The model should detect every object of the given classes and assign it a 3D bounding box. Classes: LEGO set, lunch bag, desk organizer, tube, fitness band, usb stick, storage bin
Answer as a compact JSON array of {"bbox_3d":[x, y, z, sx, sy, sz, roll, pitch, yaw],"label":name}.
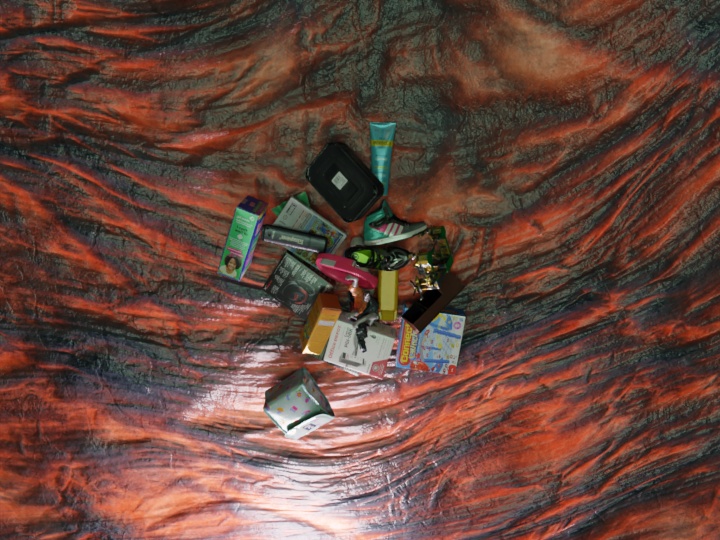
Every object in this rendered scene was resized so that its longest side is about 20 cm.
[{"bbox_3d":[0.183,-0.030,1.584,0.113,0.202,0.156,-5,130,32],"label":"LEGO set"},{"bbox_3d":[-0.196,0.449,1.783,0.168,0.123,0.202,-31,111,9],"label":"lunch bag"},{"bbox_3d":[0.217,0.094,1.638,0.200,0.072,0.077,-44,81,-7],"label":"desk organizer"},{"bbox_3d":[0.060,-0.321,1.580,0.075,0.050,0.206,1,103,-3],"label":"tube"},{"bbox_3d":[-0.042,0.003,1.581,0.196,0.144,0.038,16,74,27],"label":"fitness band"},{"bbox_3d":[-0.191,-0.091,1.594,0.194,0.033,0.057,12,117,-6],"label":"usb stick"},{"bbox_3d":[-0.044,-0.251,1.551,0.200,0.094,0.135,47,109,3],"label":"storage bin"}]

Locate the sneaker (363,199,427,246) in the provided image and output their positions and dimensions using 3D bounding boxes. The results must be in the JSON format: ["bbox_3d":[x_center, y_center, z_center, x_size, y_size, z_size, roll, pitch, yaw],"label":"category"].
[{"bbox_3d":[0.096,-0.151,1.610,0.194,0.084,0.124,-13,101,-7],"label":"sneaker"}]

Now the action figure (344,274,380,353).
[{"bbox_3d":[0.014,0.122,1.569,0.102,0.193,0.205,-19,68,14],"label":"action figure"}]

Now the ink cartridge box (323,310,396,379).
[{"bbox_3d":[-0.003,0.228,1.691,0.195,0.083,0.150,17,108,1],"label":"ink cartridge box"}]

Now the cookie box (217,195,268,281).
[{"bbox_3d":[-0.341,-0.098,1.600,0.073,0.172,0.204,18,107,-6],"label":"cookie box"}]

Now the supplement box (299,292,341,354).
[{"bbox_3d":[-0.124,0.164,1.652,0.067,0.067,0.203,5,129,-25],"label":"supplement box"}]

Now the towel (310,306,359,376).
[{"bbox_3d":[-0.054,0.217,1.755,0.188,0.035,0.204,23,109,-1],"label":"towel"}]

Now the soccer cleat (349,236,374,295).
[{"bbox_3d":[0.000,0.000,1.658,0.067,0.078,0.206,-8,106,5],"label":"soccer cleat"}]

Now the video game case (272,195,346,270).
[{"bbox_3d":[-0.158,-0.106,1.616,0.198,0.018,0.144,33,112,-16],"label":"video game case"}]

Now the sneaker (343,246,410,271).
[{"bbox_3d":[0.048,-0.033,1.568,0.193,0.083,0.073,2,95,-4],"label":"sneaker"}]

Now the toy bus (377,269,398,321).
[{"bbox_3d":[0.085,0.054,1.665,0.063,0.078,0.206,2,100,3],"label":"toy bus"}]

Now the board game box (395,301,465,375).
[{"bbox_3d":[0.217,0.214,1.722,0.190,0.056,0.206,7,107,1],"label":"board game box"}]

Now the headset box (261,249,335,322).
[{"bbox_3d":[-0.181,0.048,1.683,0.198,0.075,0.150,35,106,-7],"label":"headset box"}]

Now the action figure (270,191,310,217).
[{"bbox_3d":[-0.173,-0.124,1.644,0.116,0.055,0.204,-22,111,8],"label":"action figure"}]
